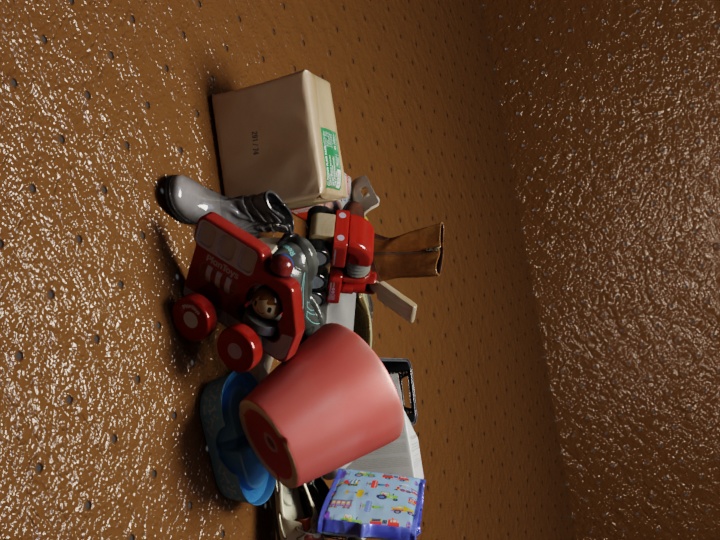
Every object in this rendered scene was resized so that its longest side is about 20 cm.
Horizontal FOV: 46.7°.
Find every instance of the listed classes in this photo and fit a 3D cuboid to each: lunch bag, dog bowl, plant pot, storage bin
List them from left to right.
[{"bbox_3d":[-0.183,0.250,1.242,0.111,0.049,0.203,-26,104,-65],"label":"dog bowl"},{"bbox_3d":[-0.065,0.204,1.203,0.176,0.199,0.203,-29,111,-30],"label":"plant pot"},{"bbox_3d":[0.019,0.379,1.305,0.200,0.148,0.096,25,69,-81],"label":"lunch bag"},{"bbox_3d":[0.031,0.248,1.662,0.199,0.093,0.137,15,67,-65],"label":"storage bin"}]

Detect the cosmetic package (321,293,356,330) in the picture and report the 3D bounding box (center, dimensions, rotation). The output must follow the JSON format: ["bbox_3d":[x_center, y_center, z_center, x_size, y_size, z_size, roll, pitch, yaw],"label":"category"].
[{"bbox_3d":[-0.066,0.064,1.531,0.107,0.089,0.202,48,42,-49],"label":"cosmetic package"}]

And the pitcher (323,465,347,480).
[{"bbox_3d":[-0.051,0.252,1.393,0.200,0.171,0.122,51,4,-48],"label":"pitcher"}]

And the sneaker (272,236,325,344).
[{"bbox_3d":[-0.106,0.048,1.274,0.079,0.075,0.202,-32,127,-39],"label":"sneaker"}]

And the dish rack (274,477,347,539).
[{"bbox_3d":[-0.089,0.455,1.365,0.154,0.054,0.201,63,30,-31],"label":"dish rack"}]

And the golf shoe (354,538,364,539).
[{"bbox_3d":[0.039,0.440,1.607,0.079,0.093,0.200,70,28,-23],"label":"golf shoe"}]

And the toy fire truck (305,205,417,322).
[{"bbox_3d":[0.000,0.000,1.395,0.177,0.197,0.130,100,-5,-52],"label":"toy fire truck"}]

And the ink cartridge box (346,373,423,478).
[{"bbox_3d":[0.022,0.298,1.538,0.057,0.161,0.203,7,74,-66],"label":"ink cartridge box"}]

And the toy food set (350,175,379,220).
[{"bbox_3d":[0.023,-0.074,1.695,0.144,0.060,0.202,-112,-167,-59],"label":"toy food set"}]

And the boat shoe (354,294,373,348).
[{"bbox_3d":[-0.002,0.078,1.679,0.065,0.072,0.203,4,77,-60],"label":"boat shoe"}]

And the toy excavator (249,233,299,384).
[{"bbox_3d":[-0.151,0.064,1.347,0.195,0.099,0.202,-60,142,-54],"label":"toy excavator"}]

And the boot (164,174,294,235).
[{"bbox_3d":[-0.191,-0.102,1.258,0.200,0.130,0.071,30,54,-60],"label":"boot"}]

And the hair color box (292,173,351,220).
[{"bbox_3d":[-0.084,-0.154,1.598,0.200,0.063,0.113,26,59,-60],"label":"hair color box"}]

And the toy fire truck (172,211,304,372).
[{"bbox_3d":[-0.163,0.032,1.176,0.112,0.199,0.169,-35,151,-56],"label":"toy fire truck"}]

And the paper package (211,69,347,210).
[{"bbox_3d":[-0.131,-0.202,1.358,0.103,0.188,0.203,-2,84,-64],"label":"paper package"}]

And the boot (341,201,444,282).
[{"bbox_3d":[0.054,-0.061,1.505,0.069,0.198,0.190,47,38,-45],"label":"boot"}]

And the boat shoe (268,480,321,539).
[{"bbox_3d":[-0.096,0.386,1.289,0.070,0.063,0.202,-5,61,-31],"label":"boat shoe"}]
